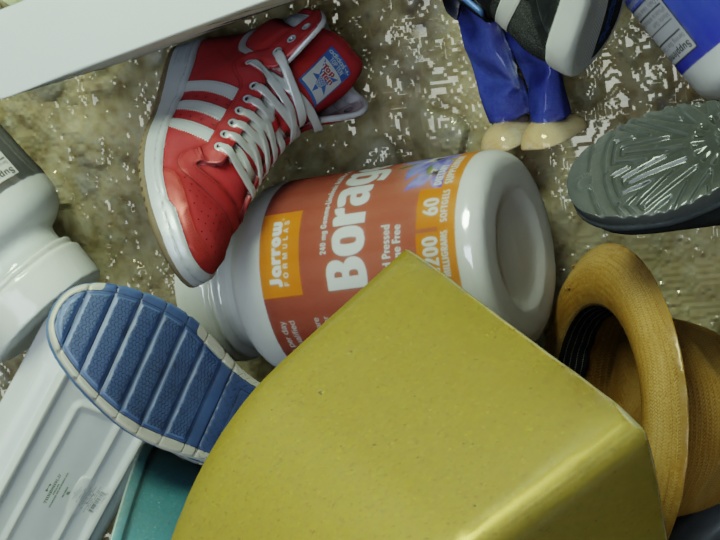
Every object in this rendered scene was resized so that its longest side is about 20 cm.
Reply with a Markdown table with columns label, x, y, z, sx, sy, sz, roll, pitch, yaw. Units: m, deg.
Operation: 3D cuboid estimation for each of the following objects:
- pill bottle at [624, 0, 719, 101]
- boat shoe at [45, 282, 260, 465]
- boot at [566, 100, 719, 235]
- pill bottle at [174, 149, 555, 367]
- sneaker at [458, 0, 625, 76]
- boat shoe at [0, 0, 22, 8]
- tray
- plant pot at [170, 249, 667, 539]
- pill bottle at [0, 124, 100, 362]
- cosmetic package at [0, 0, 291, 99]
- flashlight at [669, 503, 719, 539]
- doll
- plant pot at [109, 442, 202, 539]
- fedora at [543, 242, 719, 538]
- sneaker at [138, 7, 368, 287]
| label | x | y | z | sx | sy | sz | roll | pitch | yaw |
| --- | --- | --- | --- | --- | --- | --- | --- | --- | --- |
| pill bottle | 0.193 | -0.161 | 1.169 | 0.112 | 0.112 | 0.200 | -40 | 87 | 20 |
| boat shoe | -0.098 | 0.075 | 1.254 | 0.199 | 0.072 | 0.073 | 35 | 73 | -20 |
| boot | 0.215 | -0.007 | 1.159 | 0.164 | 0.066 | 0.200 | -16 | 140 | 18 |
| pill bottle | 0.000 | 0.000 | 1.257 | 0.199 | 0.112 | 0.113 | -8 | 98 | 27 |
| sneaker | 0.089 | -0.201 | 1.101 | 0.111 | 0.073 | 0.201 | 31 | 129 | 19 |
| boat shoe | -0.225 | -0.242 | 1.314 | 0.063 | 0.073 | 0.202 | -31 | 93 | 14 |
| tray | -0.186 | 0.130 | 1.352 | 0.107 | 0.022 | 0.201 | 21 | 105 | -33 |
| plant pot | 0.021 | 0.152 | 1.116 | 0.194 | 0.199 | 0.196 | 38 | 154 | 44 |
| pill bottle | -0.251 | -0.046 | 1.336 | 0.111 | 0.111 | 0.200 | -43 | 85 | 20 |
| cosmetic package | -0.090 | -0.156 | 1.224 | 0.199 | 0.151 | 0.052 | -16 | 95 | 31 |
| flashlight | 0.196 | 0.166 | 1.258 | 0.200 | 0.068 | 0.068 | -41 | 56 | 16 |
| doll | 0.070 | -0.166 | 1.216 | 0.136 | 0.048 | 0.201 | 0 | 113 | 58 |
| plant pot | -0.058 | 0.218 | 1.290 | 0.186 | 0.200 | 0.202 | 13 | 105 | 0 |
| fedora | 0.159 | 0.079 | 1.209 | 0.081 | 0.201 | 0.202 | 0 | 102 | -15 |
| sneaker | -0.055 | -0.076 | 1.233 | 0.112 | 0.201 | 0.072 | -16 | 128 | 15 |
